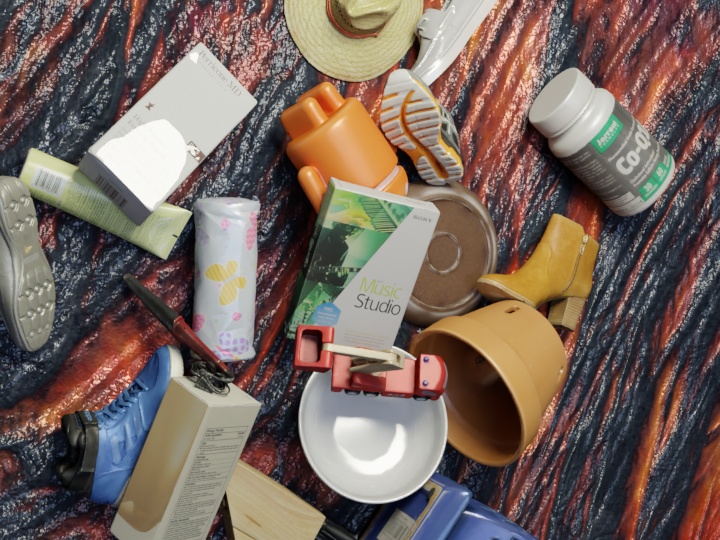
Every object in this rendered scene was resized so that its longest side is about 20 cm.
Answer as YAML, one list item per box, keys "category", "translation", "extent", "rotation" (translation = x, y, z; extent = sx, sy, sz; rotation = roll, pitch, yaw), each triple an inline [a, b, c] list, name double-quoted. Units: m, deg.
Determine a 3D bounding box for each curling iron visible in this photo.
- category: "curling iron"
  translation: [-0.215, 0.069, 1.159]
  extent: [0.200, 0.049, 0.026]
  rotation: [46, 109, 22]

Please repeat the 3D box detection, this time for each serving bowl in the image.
- category: "serving bowl"
  translation: [0.011, 0.200, 1.280]
  extent: [0.195, 0.066, 0.205]
  rotation: [4, 71, -12]

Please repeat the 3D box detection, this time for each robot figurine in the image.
- category: "robot figurine"
  translation: [-0.014, -0.134, 1.241]
  extent: [0.115, 0.144, 0.202]
  rotation: [-32, 105, 11]

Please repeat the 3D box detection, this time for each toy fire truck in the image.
- category: "toy fire truck"
  translation: [0.015, 0.114, 1.195]
  extent: [0.195, 0.141, 0.050]
  rotation: [6, 71, -5]

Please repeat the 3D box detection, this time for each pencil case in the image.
- category: "pencil case"
  translation: [-0.165, 0.010, 1.202]
  extent: [0.081, 0.091, 0.205]
  rotation: [1, 92, -12]

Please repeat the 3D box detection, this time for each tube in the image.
- category: "tube"
  translation: [-0.303, -0.079, 1.164]
  extent: [0.197, 0.058, 0.053]
  rotation: [24, 73, -21]

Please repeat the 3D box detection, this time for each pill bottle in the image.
- category: "pill bottle"
  translation: [0.333, -0.178, 1.378]
  extent: [0.199, 0.113, 0.114]
  rotation: [39, 79, -19]

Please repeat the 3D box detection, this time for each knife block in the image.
- category: "knife block"
  translation: [-0.087, 0.310, 1.262]
  extent: [0.172, 0.064, 0.205]
  rotation: [-13, 97, -21]

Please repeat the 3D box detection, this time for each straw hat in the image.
- category: "straw hat"
  translation: [0.007, -0.345, 1.254]
  extent: [0.197, 0.085, 0.206]
  rotation: [-1, 94, -22]

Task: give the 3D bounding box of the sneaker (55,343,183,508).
- category: "sneaker"
  translation: [-0.289, 0.173, 1.166]
  extent: [0.110, 0.076, 0.203]
  rotation: [23, 91, -30]

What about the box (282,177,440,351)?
- category: "box"
  translation: [0.000, 0.000, 1.210]
  extent: [0.141, 0.036, 0.204]
  rotation: [11, 109, -22]

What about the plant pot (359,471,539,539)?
- category: "plant pot"
  translation: [0.106, 0.376, 1.275]
  extent: [0.179, 0.200, 0.201]
  rotation: [40, 79, -13]

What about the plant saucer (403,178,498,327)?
- category: "plant saucer"
  translation: [0.106, -0.024, 1.340]
  extent: [0.196, 0.032, 0.205]
  rotation: [-1, 93, -21]

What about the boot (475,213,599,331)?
- category: "boot"
  translation: [0.248, -0.011, 1.376]
  extent: [0.199, 0.070, 0.147]
  rotation: [22, 78, -33]

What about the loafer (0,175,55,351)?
- category: "loafer"
  translation: [-0.397, -0.007, 1.126]
  extent: [0.070, 0.068, 0.205]
  rotation: [-31, 120, -59]

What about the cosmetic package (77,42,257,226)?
- category: "cosmetic package"
  translation: [-0.221, -0.159, 1.151]
  extent: [0.102, 0.074, 0.201]
  rotation: [44, 63, -13]

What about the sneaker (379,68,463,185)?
- category: "sneaker"
  translation: [0.077, -0.192, 1.265]
  extent: [0.201, 0.077, 0.079]
  rotation: [55, 33, -53]

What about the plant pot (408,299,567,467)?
- category: "plant pot"
  translation: [0.178, 0.133, 1.302]
  extent: [0.139, 0.198, 0.203]
  rotation: [-32, 104, -33]

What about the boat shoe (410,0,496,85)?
- category: "boat shoe"
  translation: [0.108, -0.317, 1.306]
  extent: [0.068, 0.072, 0.201]
  rotation: [39, 80, -12]

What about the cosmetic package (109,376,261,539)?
- category: "cosmetic package"
  translation: [-0.204, 0.229, 1.159]
  extent: [0.105, 0.070, 0.203]
  rotation: [13, 102, -59]
